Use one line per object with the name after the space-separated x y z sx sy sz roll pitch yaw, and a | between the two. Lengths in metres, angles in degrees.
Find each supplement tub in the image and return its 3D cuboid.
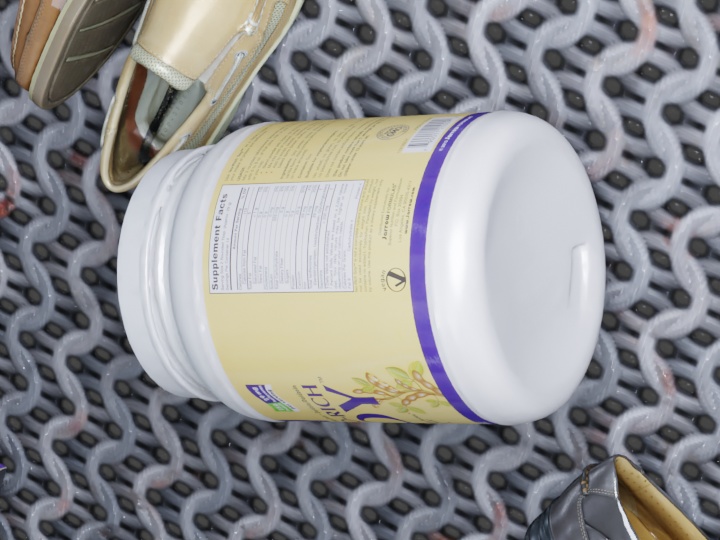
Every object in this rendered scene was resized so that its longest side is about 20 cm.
0.000 0.000 1.418 0.199 0.145 0.146 -1 118 32 | supplement tub

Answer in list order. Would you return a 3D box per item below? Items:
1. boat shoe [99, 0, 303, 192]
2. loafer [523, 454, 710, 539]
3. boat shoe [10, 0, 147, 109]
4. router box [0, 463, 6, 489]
-0.078 -0.113 1.439 0.072 0.076 0.200 31 130 12 | boat shoe
0.174 0.173 1.472 0.200 0.073 0.072 37 127 4 | loafer
-0.132 -0.173 1.446 0.068 0.072 0.200 35 122 13 | boat shoe
-0.304 0.172 1.733 0.157 0.052 0.201 26 111 20 | router box
